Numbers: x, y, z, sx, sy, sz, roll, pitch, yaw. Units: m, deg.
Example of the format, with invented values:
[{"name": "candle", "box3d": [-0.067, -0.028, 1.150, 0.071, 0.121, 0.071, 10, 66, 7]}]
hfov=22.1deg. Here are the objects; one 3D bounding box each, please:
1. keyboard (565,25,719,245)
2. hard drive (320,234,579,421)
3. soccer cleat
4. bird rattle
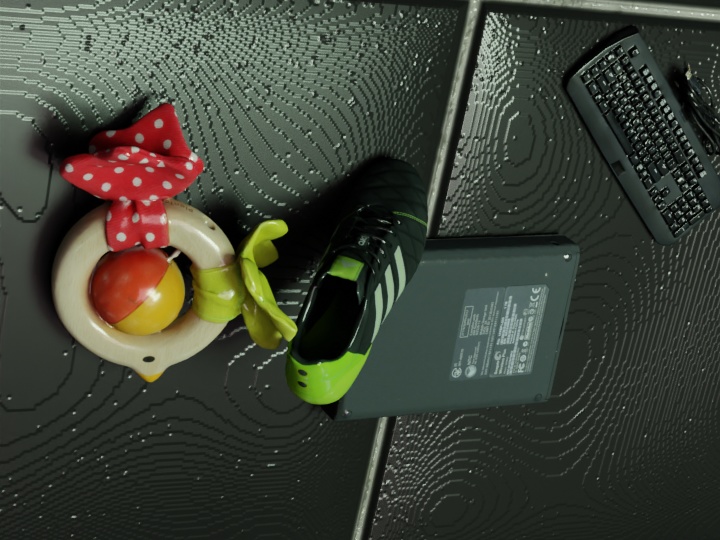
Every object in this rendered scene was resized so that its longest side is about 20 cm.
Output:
[{"name": "keyboard", "box3d": [0.245, -0.108, 1.462, 0.104, 0.040, 0.200, -42, 128, -5]}, {"name": "hard drive", "box3d": [0.071, 0.044, 1.438, 0.198, 0.033, 0.141, -3, 114, -30]}, {"name": "soccer cleat", "box3d": [0.000, 0.000, 1.308, 0.081, 0.067, 0.201, 85, 25, -64]}, {"name": "bird rattle", "box3d": [-0.139, -0.003, 1.256, 0.163, 0.113, 0.200, -42, 126, 15]}]
